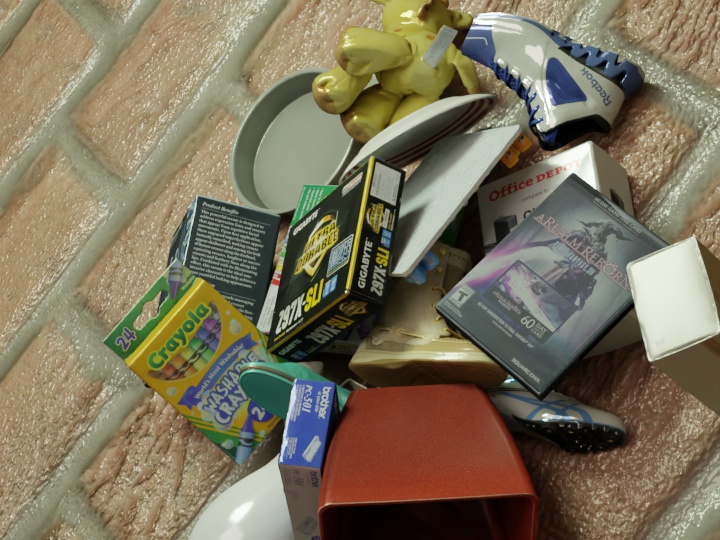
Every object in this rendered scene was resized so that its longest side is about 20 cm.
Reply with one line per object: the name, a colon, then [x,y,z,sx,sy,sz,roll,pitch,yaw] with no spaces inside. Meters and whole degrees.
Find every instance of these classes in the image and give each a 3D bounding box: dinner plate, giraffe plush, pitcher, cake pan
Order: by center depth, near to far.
pitcher: [-0.081,0.282,1.695,0.171,0.121,0.200,34,79,31]
dinner plate: [0.060,-0.149,1.745,0.200,0.200,0.024,-32,81,22]
giraffe plush: [0.051,-0.260,1.846,0.200,0.172,0.163,-37,28,32]
cake pan: [-0.076,-0.156,1.956,0.200,0.037,0.201,-17,59,31]

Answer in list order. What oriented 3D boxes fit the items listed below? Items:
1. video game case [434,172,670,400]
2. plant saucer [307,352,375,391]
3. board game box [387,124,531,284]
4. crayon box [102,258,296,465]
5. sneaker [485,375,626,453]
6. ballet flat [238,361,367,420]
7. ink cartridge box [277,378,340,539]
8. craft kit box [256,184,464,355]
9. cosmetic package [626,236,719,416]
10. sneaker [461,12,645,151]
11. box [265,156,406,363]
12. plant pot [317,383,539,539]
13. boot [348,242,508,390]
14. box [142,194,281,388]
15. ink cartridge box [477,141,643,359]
video game case: [0.192,0.012,1.532,0.200,0.019,0.143,-44,63,-12]
plant saucer: [-0.029,0.082,1.805,0.199,0.029,0.201,-18,58,32]
board game box: [0.075,-0.066,1.667,0.200,0.026,0.200,-52,17,-14]
crayon box: [-0.166,0.100,1.722,0.126,0.200,0.052,-49,11,-6]
sneaker: [0.179,0.136,1.588,0.199,0.072,0.073,9,65,37]
ballet flat: [-0.038,0.140,1.697,0.067,0.199,0.071,-54,10,43]
ink cartridge box: [-0.044,0.198,1.564,0.044,0.200,0.094,5,58,8]
craft kit box: [0.000,0.000,1.774,0.197,0.049,0.201,5,63,24]
cosmetic package: [0.323,0.061,1.419,0.071,0.200,0.106,-25,55,26]
sneaker: [0.194,-0.196,1.693,0.199,0.081,0.116,21,78,13]
box: [-0.027,-0.007,1.664,0.200,0.049,0.160,-36,39,55]
plant pot: [0.061,0.220,1.528,0.199,0.200,0.177,-2,42,0]
boot: [0.089,0.045,1.618,0.199,0.073,0.156,-5,54,48]
box: [-0.175,0.036,1.848,0.148,0.107,0.201,133,149,-65]
ink cartridge box: [0.209,-0.013,1.626,0.144,0.084,0.201,-22,56,29]
